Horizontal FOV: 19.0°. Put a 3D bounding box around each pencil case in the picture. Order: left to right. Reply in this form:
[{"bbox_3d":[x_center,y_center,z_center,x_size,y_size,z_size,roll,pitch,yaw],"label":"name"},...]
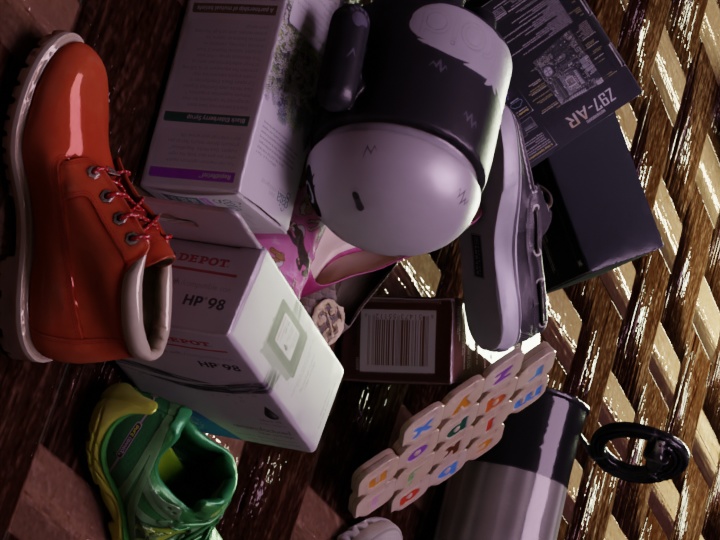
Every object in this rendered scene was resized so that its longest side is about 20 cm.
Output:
[{"bbox_3d":[-0.054,-0.046,1.512,0.087,0.083,0.200,63,41,-50],"label":"pencil case"}]

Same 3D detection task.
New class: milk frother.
[{"bbox_3d":[0.178,0.214,1.945,0.181,0.200,0.188,44,57,-65],"label":"milk frother"}]

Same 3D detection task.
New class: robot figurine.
[{"bbox_3d":[0.032,-0.105,1.461,0.125,0.150,0.200,127,-19,-60],"label":"robot figurine"}]

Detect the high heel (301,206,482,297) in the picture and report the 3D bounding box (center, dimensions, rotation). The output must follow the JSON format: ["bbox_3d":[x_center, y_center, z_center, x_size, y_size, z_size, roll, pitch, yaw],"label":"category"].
[{"bbox_3d":[0.001,-0.020,1.593,0.200,0.096,0.067,-18,103,-50],"label":"high heel"}]

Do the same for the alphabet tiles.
[{"bbox_3d":[0.074,0.130,1.755,0.200,0.015,0.196,-33,159,-17],"label":"alphabet tiles"}]

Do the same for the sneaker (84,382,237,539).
[{"bbox_3d":[-0.121,0.157,1.422,0.200,0.084,0.074,71,35,-44],"label":"sneaker"}]

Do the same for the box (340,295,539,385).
[{"bbox_3d":[0.070,0.057,1.779,0.200,0.100,0.075,8,84,-66],"label":"box"}]

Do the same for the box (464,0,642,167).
[{"bbox_3d":[0.097,-0.143,1.661,0.160,0.200,0.044,49,9,-40],"label":"box"}]

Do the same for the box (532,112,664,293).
[{"bbox_3d":[0.162,-0.090,1.800,0.141,0.079,0.200,149,-78,-72],"label":"box"}]

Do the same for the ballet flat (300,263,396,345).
[{"bbox_3d":[0.000,0.000,1.682,0.200,0.046,0.067,-50,139,-49],"label":"ballet flat"}]

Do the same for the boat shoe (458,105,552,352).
[{"bbox_3d":[0.119,-0.036,1.661,0.066,0.070,0.200,-14,107,-31],"label":"boat shoe"}]

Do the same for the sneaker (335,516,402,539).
[{"bbox_3d":[-0.002,0.274,1.715,0.200,0.081,0.075,-55,142,-48],"label":"sneaker"}]

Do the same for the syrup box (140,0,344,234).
[{"bbox_3d":[-0.076,-0.132,1.444,0.079,0.081,0.200,38,63,-60],"label":"syrup box"}]

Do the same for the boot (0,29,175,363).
[{"bbox_3d":[-0.153,-0.041,1.275,0.075,0.107,0.200,-14,108,-62],"label":"boot"}]

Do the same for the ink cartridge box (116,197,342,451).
[{"bbox_3d":[-0.102,0.035,1.375,0.067,0.116,0.200,-69,151,-25],"label":"ink cartridge box"}]
